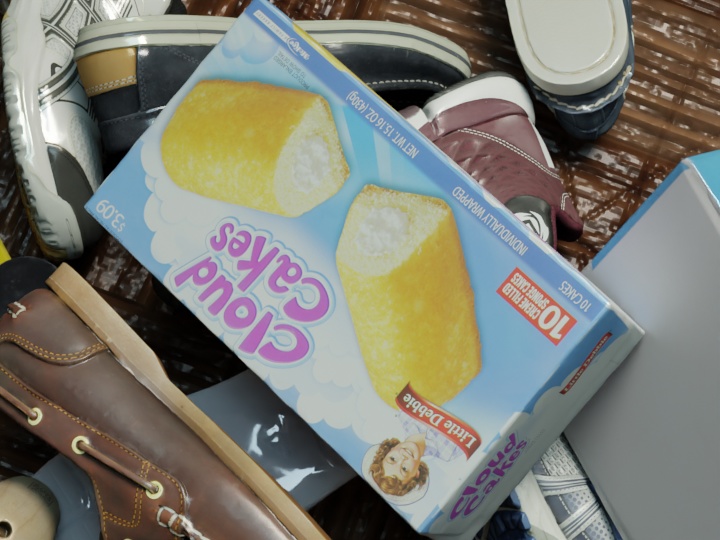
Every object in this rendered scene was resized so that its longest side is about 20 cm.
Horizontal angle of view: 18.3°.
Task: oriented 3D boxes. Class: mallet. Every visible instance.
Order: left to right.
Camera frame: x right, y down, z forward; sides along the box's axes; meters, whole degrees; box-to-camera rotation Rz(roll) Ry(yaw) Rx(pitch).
[{"bbox_3d":[-0.177,-0.031,1.006,0.041,0.066,0.200,-21,56,-17],"label":"mallet"}]

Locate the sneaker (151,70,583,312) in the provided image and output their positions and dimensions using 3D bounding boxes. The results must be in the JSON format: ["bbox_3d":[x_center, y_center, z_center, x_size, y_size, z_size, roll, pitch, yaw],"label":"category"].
[{"bbox_3d":[0.015,-0.004,0.993,0.199,0.076,0.116,-27,75,-18],"label":"sneaker"}]

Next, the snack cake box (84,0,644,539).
[{"bbox_3d":[0.000,0.000,0.891,0.200,0.067,0.115,42,94,22],"label":"snack cake box"}]

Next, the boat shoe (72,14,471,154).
[{"bbox_3d":[-0.036,-0.079,1.005,0.199,0.074,0.063,-3,85,-35],"label":"boat shoe"}]

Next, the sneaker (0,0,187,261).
[{"bbox_3d":[-0.121,-0.102,1.018,0.087,0.076,0.201,-4,67,-8],"label":"sneaker"}]

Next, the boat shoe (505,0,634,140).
[{"bbox_3d":[0.098,-0.156,1.074,0.074,0.062,0.201,-13,59,5],"label":"boat shoe"}]

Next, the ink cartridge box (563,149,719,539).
[{"bbox_3d":[0.204,0.032,0.928,0.199,0.147,0.147,-15,66,-34],"label":"ink cartridge box"}]

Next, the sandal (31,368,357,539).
[{"bbox_3d":[-0.044,0.084,0.950,0.206,0.059,0.079,-27,71,-2],"label":"sandal"}]

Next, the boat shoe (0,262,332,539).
[{"bbox_3d":[-0.077,0.086,0.885,0.070,0.070,0.200,-43,68,-12],"label":"boat shoe"}]

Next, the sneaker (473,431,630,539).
[{"bbox_3d":[0.099,0.117,0.958,0.085,0.077,0.201,-25,78,-27],"label":"sneaker"}]

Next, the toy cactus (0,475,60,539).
[{"bbox_3d":[-0.150,0.109,0.843,0.199,0.165,0.103,30,105,1],"label":"toy cactus"}]
